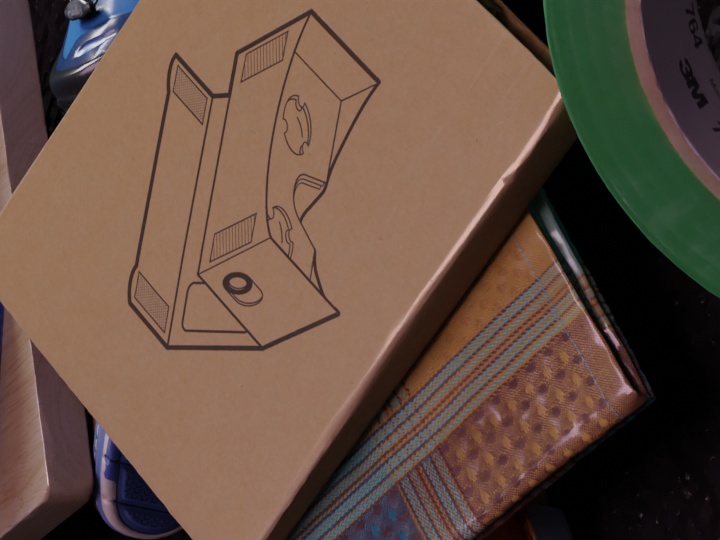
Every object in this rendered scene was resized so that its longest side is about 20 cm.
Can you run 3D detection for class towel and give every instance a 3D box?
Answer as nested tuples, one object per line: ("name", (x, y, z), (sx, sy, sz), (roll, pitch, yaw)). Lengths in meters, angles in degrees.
("towel", (0.000, 0.000, 0.871), (0.147, 0.022, 0.201), (-42, 62, 28))

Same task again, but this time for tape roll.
("tape roll", (0.151, -0.078, 0.748), (0.199, 0.048, 0.202), (9, 111, 25))

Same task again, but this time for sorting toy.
("sorting toy", (-0.181, 0.020, 1.034), (0.200, 0.069, 0.200), (-38, 57, 56))

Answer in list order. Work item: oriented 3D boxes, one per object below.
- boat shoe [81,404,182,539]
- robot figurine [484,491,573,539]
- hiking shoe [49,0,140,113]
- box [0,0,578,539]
("boat shoe", (-0.065, -0.002, 0.985), (0.072, 0.072, 0.201), (10, 80, 47))
("robot figurine", (0.027, 0.152, 0.876), (0.144, 0.058, 0.201), (-19, 70, 39))
("hiking shoe", (-0.082, -0.149, 0.970), (0.074, 0.087, 0.201), (-10, 55, 47))
("box", (-0.031, -0.027, 0.871), (0.164, 0.021, 0.200), (48, 113, 30))
